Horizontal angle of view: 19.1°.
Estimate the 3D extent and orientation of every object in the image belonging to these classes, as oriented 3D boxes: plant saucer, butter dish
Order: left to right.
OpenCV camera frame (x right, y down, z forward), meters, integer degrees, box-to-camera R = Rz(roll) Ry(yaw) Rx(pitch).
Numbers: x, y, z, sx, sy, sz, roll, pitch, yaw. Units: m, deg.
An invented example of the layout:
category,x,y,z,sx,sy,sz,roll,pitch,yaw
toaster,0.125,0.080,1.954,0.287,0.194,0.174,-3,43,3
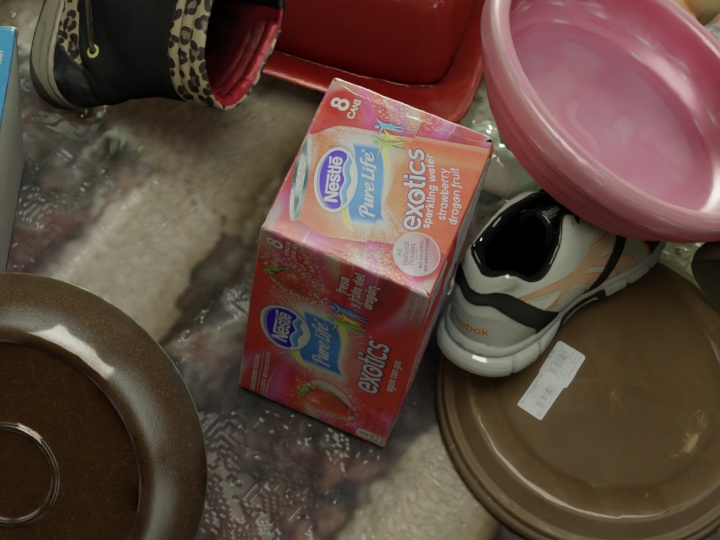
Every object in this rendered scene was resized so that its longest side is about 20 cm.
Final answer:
category,x,y,z,sx,sy,sz,roll,pitch,yaw
plant saucer,-0.179,0.102,1.110,0.199,0.032,0.202,2,103,10
butter dish,0.002,-0.219,1.298,0.198,0.148,0.201,18,63,1
plant saucer,0.143,0.070,1.238,0.198,0.030,0.201,2,64,-5
plant saucer,0.147,-0.091,1.220,0.200,0.051,0.201,22,44,-22

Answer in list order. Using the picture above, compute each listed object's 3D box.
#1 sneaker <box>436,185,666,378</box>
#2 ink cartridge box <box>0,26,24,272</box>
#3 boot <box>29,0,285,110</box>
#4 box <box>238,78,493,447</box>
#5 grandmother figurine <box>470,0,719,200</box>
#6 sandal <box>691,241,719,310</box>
category,x,y,z,sx,sy,sz,roll,pitch,yaw
sneaker,0.121,-0.021,1.218,0.073,0.080,0.200,30,51,22
ink cartridge box,-0.295,-0.047,1.178,0.198,0.145,0.148,7,62,-4
boot,-0.110,-0.186,1.249,0.150,0.073,0.201,11,81,41
box,0.000,0.000,1.159,0.094,0.200,0.103,22,64,5
grandmother figurine,0.132,-0.118,1.313,0.121,0.061,0.200,27,60,30
sandal,0.254,0.067,1.209,0.054,0.080,0.200,-35,89,-27
